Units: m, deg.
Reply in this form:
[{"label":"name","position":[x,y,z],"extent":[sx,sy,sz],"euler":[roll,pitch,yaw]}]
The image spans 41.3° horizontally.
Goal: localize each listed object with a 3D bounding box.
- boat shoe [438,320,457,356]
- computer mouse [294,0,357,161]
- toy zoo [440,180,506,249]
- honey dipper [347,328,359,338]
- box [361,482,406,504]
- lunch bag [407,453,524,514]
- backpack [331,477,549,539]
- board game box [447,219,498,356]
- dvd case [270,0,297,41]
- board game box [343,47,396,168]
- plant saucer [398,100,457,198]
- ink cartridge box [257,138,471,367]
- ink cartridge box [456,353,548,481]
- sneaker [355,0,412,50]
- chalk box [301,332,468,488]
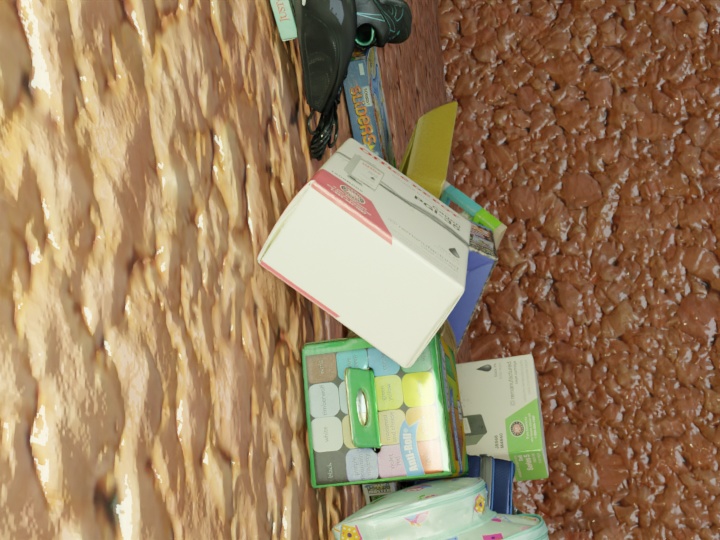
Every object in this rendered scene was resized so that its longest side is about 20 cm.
[{"label":"boat shoe","position":[0.064,0.064,1.130],"extent":[0.200,0.071,0.064],"euler":[45,-3,-41]},{"label":"computer mouse","position":[-0.027,-0.215,0.910],"extent":[0.201,0.052,0.140],"euler":[85,7,-58]},{"label":"toy zoo","position":[0.120,-0.075,1.447],"extent":[0.020,0.199,0.132],"euler":[-36,155,-38]},{"label":"honey dipper","position":[0.000,0.000,1.060],"extent":[0.038,0.037,0.203],"euler":[65,19,-60]},{"label":"box","position":[0.030,0.194,1.101],"extent":[0.201,0.034,0.111],"euler":[-80,160,-60]},{"label":"lunch bag","position":[0.113,0.289,1.081],"extent":[0.201,0.130,0.137],"euler":[99,1,-55]},{"label":"backpack","position":[0.074,0.262,0.829],"extent":[0.176,0.197,0.156],"euler":[37,46,-75]},{"label":"board game box","position":[0.109,0.017,1.294],"extent":[0.200,0.096,0.161],"euler":[-66,178,-77]},{"label":"dvd case","position":[-0.074,-0.333,0.898],"extent":[0.202,0.022,0.147],"euler":[-84,164,-46]},{"label":"board game box","position":[0.013,-0.200,1.276],"extent":[0.136,0.034,0.202],"euler":[-79,160,-61]},{"label":"plant saucer","position":[0.071,-0.108,1.304],"extent":[0.201,0.048,0.201],"euler":[-76,-174,-48]},{"label":"ink cartridge box","position":[0.012,-0.025,0.800],"extent":[0.083,0.146,0.200],"euler":[-54,-176,19]},{"label":"ink cartridge box","position":[0.144,0.206,1.283],"extent":[0.084,0.197,0.147],"euler":[67,18,-49]},{"label":"sneaker","position":[0.009,-0.310,1.198],"extent":[0.199,0.074,0.081],"euler":[9,74,-63]},{"label":"chalk box","position":[0.023,0.125,0.846],"extent":[0.200,0.122,0.126],"euler":[46,38,-75]}]
